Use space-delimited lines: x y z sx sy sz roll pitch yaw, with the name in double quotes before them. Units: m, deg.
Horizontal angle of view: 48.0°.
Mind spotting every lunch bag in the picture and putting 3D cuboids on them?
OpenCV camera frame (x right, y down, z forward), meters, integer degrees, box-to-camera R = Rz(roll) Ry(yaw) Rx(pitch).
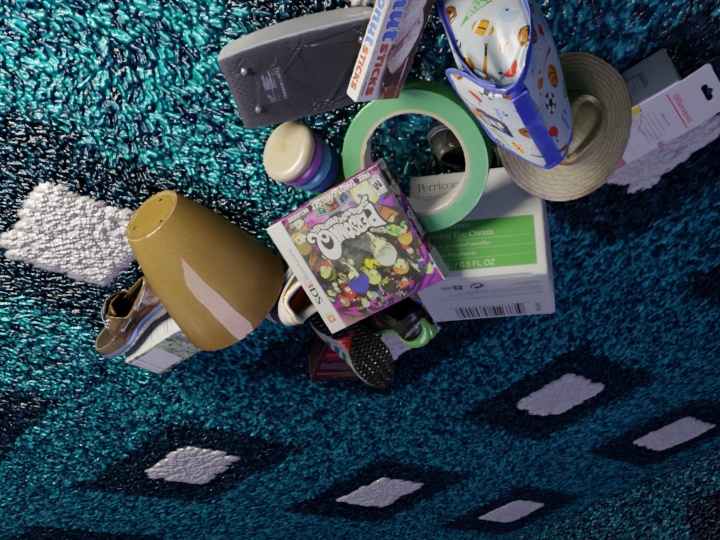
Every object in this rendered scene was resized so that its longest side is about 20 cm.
"lunch bag" 0.175 -0.236 0.955 0.123 0.202 0.170 -25 146 19

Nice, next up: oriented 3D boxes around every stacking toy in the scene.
"stacking toy" -0.044 -0.138 1.151 0.085 0.086 0.199 -31 149 26

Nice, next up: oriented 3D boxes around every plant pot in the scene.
"plant pot" -0.244 -0.017 1.188 0.185 0.188 0.200 -25 130 19

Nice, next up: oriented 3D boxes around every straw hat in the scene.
"straw hat" 0.280 -0.188 1.064 0.198 0.085 0.204 -1 101 -3

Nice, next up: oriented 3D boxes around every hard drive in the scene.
"hard drive" -0.065 -0.251 0.996 0.197 0.043 0.135 -15 147 2

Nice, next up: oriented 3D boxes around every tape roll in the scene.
"tape roll" 0.075 -0.151 1.090 0.197 0.048 0.203 6 120 11

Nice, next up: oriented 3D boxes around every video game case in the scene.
"video game case" -0.006 -0.029 1.120 0.198 0.036 0.183 -26 103 26

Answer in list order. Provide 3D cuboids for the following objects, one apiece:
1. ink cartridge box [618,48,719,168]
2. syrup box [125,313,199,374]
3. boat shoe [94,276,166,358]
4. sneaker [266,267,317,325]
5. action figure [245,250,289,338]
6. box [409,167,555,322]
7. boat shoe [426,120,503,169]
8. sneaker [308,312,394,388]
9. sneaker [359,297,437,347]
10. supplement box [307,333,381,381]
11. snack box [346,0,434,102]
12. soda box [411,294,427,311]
"ink cartridge box" 0.407 -0.233 1.156 0.199 0.068 0.116 -29 144 26
"syrup box" -0.311 0.096 1.392 0.199 0.082 0.078 -31 143 25
"boat shoe" -0.391 0.070 1.349 0.200 0.073 0.072 -42 133 22
"sneaker" -0.064 0.001 1.236 0.079 0.201 0.078 14 157 48
"action figure" -0.145 0.024 1.320 0.199 0.105 0.194 -21 157 -52
"box" 0.186 -0.035 1.222 0.196 0.174 0.200 -5 159 14
"boat shoe" 0.185 -0.169 1.186 0.197 0.057 0.069 7 143 -27
"sneaker" -0.019 0.114 1.378 0.070 0.093 0.200 -46 104 -4
"sneaker" 0.050 0.065 1.352 0.077 0.199 0.085 -37 119 -30
"supplement box" -0.031 0.140 1.567 0.107 0.062 0.201 1 143 -18
"snack box" 0.044 -0.290 0.938 0.071 0.024 0.202 -13 139 -37
"soda box" 0.078 0.022 1.425 0.067 0.065 0.201 -12 146 0
